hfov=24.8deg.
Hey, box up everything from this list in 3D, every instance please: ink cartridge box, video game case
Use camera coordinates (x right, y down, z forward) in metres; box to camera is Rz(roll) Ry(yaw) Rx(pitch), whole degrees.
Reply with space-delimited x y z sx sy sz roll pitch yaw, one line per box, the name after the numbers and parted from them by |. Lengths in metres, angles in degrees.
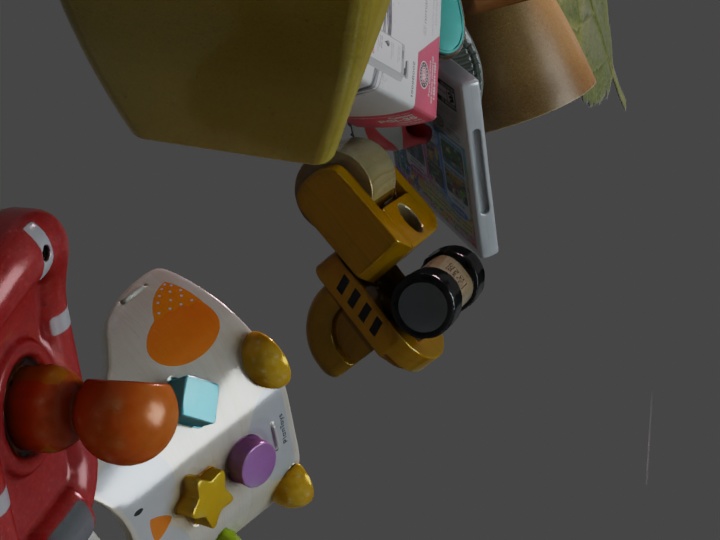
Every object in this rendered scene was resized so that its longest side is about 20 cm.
-0.011 -0.208 1.318 0.200 0.082 0.148 17 74 -62 | ink cartridge box
0.071 -0.133 1.571 0.200 0.024 0.183 -132 -153 -54 | video game case

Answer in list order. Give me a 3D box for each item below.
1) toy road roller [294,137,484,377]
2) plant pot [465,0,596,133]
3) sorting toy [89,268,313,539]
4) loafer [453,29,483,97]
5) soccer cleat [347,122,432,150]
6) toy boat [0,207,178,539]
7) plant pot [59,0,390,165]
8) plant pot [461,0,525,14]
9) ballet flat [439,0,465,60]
0.000 0.000 1.414 0.200 0.146 0.123 52 21 0 | toy road roller
0.137 -0.268 1.761 0.186 0.185 0.201 -52 127 -64 | plant pot
-0.125 0.136 1.022 0.180 0.106 0.201 -44 135 -41 | sorting toy
0.070 -0.235 1.643 0.070 0.075 0.201 -125 -160 -67 | loafer
0.017 -0.195 1.489 0.068 0.073 0.201 -70 155 -46 | soccer cleat
-0.153 0.067 0.816 0.131 0.130 0.201 -59 146 -60 | toy boat
-0.069 -0.183 1.021 0.201 0.198 0.177 -72 168 -45 | plant pot
0.134 -0.343 1.602 0.201 0.139 0.200 60 -8 14 | plant pot
0.030 -0.277 1.459 0.068 0.067 0.201 -30 101 -23 | ballet flat
